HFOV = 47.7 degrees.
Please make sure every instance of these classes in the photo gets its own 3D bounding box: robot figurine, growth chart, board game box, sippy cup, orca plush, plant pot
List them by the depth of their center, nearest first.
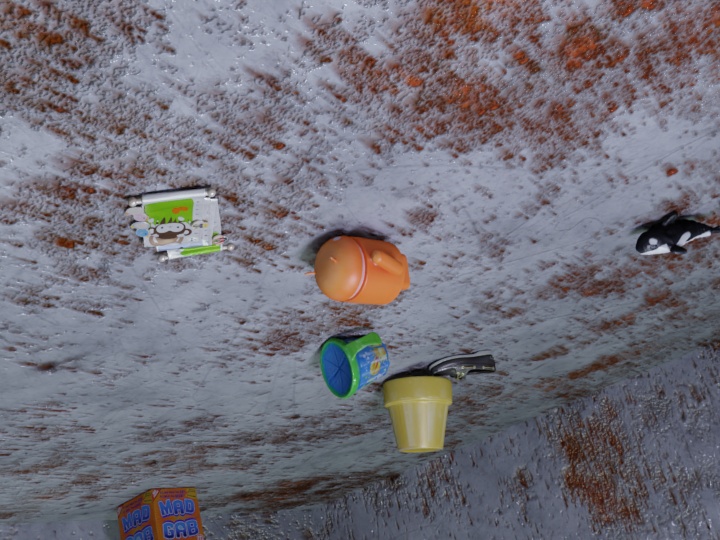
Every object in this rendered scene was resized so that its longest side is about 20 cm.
[{"bbox_3d":[-0.273,-0.068,1.237,0.141,0.018,0.201,-13,155,-7],"label":"growth chart"},{"bbox_3d":[0.001,-0.001,1.442,0.197,0.143,0.119,5,110,-40],"label":"robot figurine"},{"bbox_3d":[0.691,-0.090,1.763,0.195,0.106,0.072,-6,122,1],"label":"orca plush"},{"bbox_3d":[-0.006,0.216,1.905,0.128,0.143,0.176,-13,-177,-35],"label":"sippy cup"},{"bbox_3d":[0.165,0.412,2.301,0.196,0.193,0.201,-2,163,-1],"label":"plant pot"},{"bbox_3d":[-0.681,0.873,2.776,0.198,0.204,0.198,-30,153,30],"label":"board game box"}]

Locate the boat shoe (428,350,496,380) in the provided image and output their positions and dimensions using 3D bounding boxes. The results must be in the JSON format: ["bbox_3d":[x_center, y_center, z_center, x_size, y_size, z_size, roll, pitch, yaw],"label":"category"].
[{"bbox_3d":[0.291,0.275,2.299,0.197,0.062,0.072,-9,156,-17],"label":"boat shoe"}]
